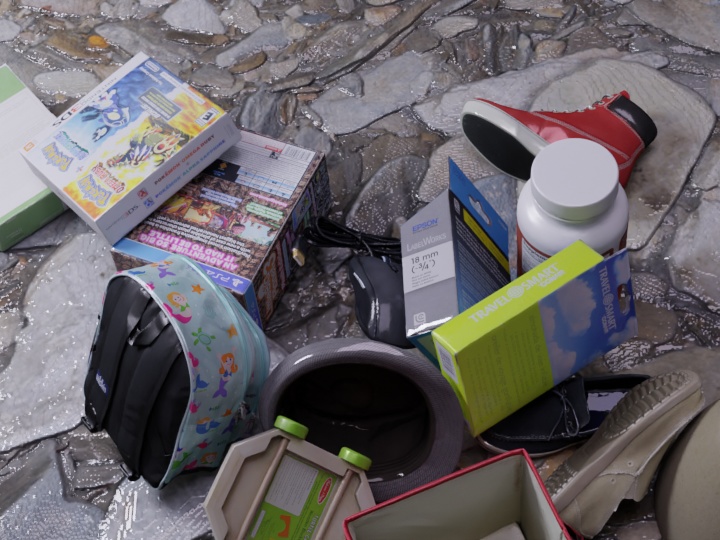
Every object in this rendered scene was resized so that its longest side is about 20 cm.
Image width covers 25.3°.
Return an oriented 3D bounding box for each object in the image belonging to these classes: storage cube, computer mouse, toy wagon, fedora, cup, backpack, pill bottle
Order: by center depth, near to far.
[{"bbox_3d":[0.101,0.295,1.397,0.199,0.180,0.172,-20,55,-10],"label":"storage cube"},{"bbox_3d":[0.374,0.183,1.471,0.199,0.144,0.201,-3,54,4],"label":"cup"},{"bbox_3d":[-0.045,0.237,1.506,0.199,0.040,0.156,27,83,-10],"label":"toy wagon"},{"bbox_3d":[0.003,0.131,1.559,0.198,0.178,0.090,1,25,6],"label":"fedora"},{"bbox_3d":[-0.179,0.088,1.563,0.150,0.201,0.178,-20,51,-33],"label":"backpack"},{"bbox_3d":[0.212,-0.036,1.609,0.111,0.201,0.113,-3,54,3],"label":"pill bottle"},{"bbox_3d":[0.000,0.000,1.636,0.139,0.046,0.200,13,31,-12],"label":"computer mouse"}]

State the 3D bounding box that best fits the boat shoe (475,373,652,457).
[{"bbox_3d":[0.208,0.137,1.572,0.198,0.062,0.075,-6,56,3],"label":"boat shoe"}]

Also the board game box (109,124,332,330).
[{"bbox_3d":[-0.144,-0.046,1.716,0.158,0.097,0.201,18,58,18],"label":"board game box"}]

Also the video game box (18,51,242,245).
[{"bbox_3d":[-0.251,-0.136,1.724,0.182,0.047,0.200,-43,43,-10],"label":"video game box"}]

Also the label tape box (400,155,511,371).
[{"bbox_3d":[0.100,0.010,1.618,0.063,0.144,0.201,-19,51,23],"label":"label tape box"}]

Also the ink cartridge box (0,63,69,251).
[{"bbox_3d":[-0.406,-0.132,1.834,0.145,0.048,0.200,-36,58,-19],"label":"ink cartridge box"}]

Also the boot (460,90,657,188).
[{"bbox_3d":[0.222,-0.164,1.782,0.199,0.073,0.145,28,61,14],"label":"boot"}]

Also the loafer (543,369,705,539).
[{"bbox_3d":[0.252,0.174,1.509,0.200,0.068,0.076,-44,12,11],"label":"loafer"}]

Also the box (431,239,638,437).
[{"bbox_3d":[0.169,0.059,1.530,0.199,0.122,0.048,-31,43,-16],"label":"box"}]
